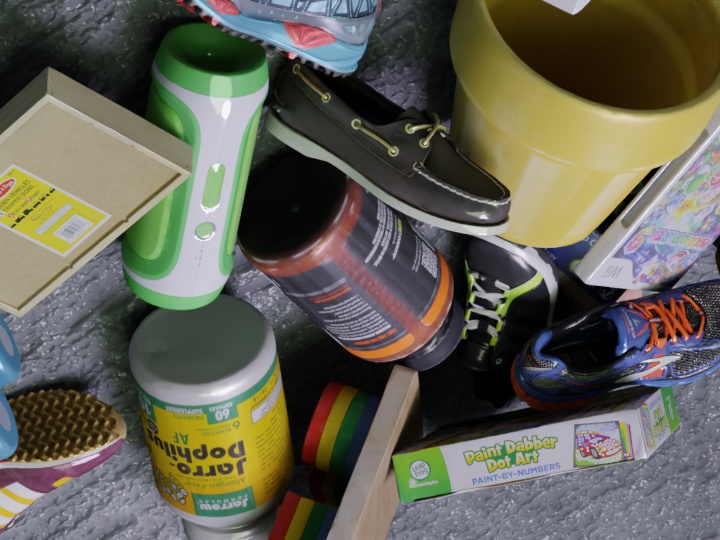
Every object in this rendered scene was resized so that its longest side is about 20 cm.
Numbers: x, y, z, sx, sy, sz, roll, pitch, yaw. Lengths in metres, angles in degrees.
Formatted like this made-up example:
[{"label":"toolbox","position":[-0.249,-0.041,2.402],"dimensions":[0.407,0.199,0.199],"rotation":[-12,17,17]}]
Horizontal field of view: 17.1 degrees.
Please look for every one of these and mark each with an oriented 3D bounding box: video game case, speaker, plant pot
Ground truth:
[{"label":"video game case","position":[0.260,-0.063,1.807],"dimensions":[0.200,0.018,0.143],"rotation":[-50,153,20]},{"label":"speaker","position":[-0.119,-0.073,1.708],"dimensions":[0.088,0.089,0.200],"rotation":[-4,127,-24]},{"label":"plant pot","position":[0.149,-0.123,1.740],"dimensions":[0.200,0.201,0.189],"rotation":[-6,143,-22]}]

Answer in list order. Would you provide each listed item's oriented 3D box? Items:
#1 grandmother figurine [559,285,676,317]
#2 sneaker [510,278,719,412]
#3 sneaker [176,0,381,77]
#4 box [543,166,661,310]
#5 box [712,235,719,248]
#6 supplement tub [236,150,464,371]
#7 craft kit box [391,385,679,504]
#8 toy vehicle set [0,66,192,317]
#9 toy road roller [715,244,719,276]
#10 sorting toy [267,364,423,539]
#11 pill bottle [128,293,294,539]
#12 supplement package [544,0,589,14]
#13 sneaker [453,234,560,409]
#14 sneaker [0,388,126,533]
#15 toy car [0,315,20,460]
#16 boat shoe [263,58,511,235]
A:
[{"label":"grandmother figurine","position":[0.210,0.003,1.955],"dimensions":[0.121,0.061,0.200],"rotation":[-12,130,-44]},{"label":"sneaker","position":[0.214,0.054,1.853],"dimensions":[0.200,0.075,0.078],"rotation":[-21,159,-5]},{"label":"sneaker","position":[-0.066,-0.208,1.648],"dimensions":[0.200,0.079,0.096],"rotation":[18,103,-43]},{"label":"box","position":[0.207,-0.073,1.871],"dimensions":[0.121,0.032,0.200],"rotation":[39,104,-10]},{"label":"box","position":[0.382,-0.103,1.957],"dimensions":[0.200,0.048,0.159],"rotation":[-6,128,-22]},{"label":"supplement tub","position":[0.000,0.000,1.810],"dimensions":[0.107,0.107,0.200],"rotation":[-39,134,7]},{"label":"craft kit box","position":[0.143,0.135,1.905],"dimensions":[0.197,0.200,0.049],"rotation":[-10,91,14]},{"label":"toy vehicle set","position":[-0.226,-0.050,1.659],"dimensions":[0.124,0.027,0.200],"rotation":[30,129,-33]},{"label":"toy road roller","position":[0.351,-0.009,1.880],"dimensions":[0.146,0.123,0.200],"rotation":[-20,160,11]},{"label":"sorting toy","position":[-0.018,0.184,1.893],"dimensions":[0.200,0.069,0.199],"rotation":[81,30,-71]},{"label":"pill bottle","position":[-0.110,0.126,1.853],"dimensions":[0.113,0.113,0.200],"rotation":[-18,132,-13]},{"label":"supplement package","position":[0.152,-0.299,1.596],"dimensions":[0.156,0.111,0.200],"rotation":[-45,160,-58]},{"label":"sneaker","position":[0.112,0.043,1.893],"dimensions":[0.083,0.072,0.200],"rotation":[-52,149,-26]},{"label":"sneaker","position":[-0.273,0.157,1.833],"dimensions":[0.199,0.075,0.090],"rotation":[-16,140,-6]},{"label":"toy car","position":[-0.360,0.055,1.649],"dimensions":[0.184,0.177,0.200],"rotation":[-23,121,8]},{"label":"boat shoe","position":[0.023,-0.091,1.705],"dimensions":[0.072,0.201,0.061],"rotation":[-30,144,-58]}]
